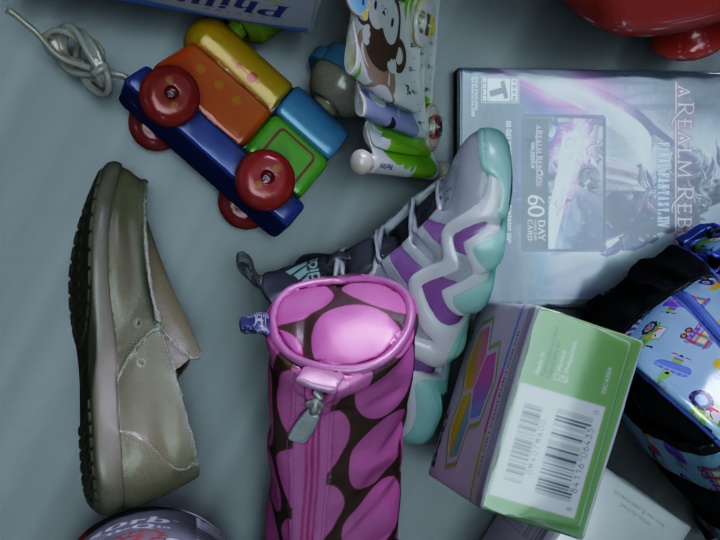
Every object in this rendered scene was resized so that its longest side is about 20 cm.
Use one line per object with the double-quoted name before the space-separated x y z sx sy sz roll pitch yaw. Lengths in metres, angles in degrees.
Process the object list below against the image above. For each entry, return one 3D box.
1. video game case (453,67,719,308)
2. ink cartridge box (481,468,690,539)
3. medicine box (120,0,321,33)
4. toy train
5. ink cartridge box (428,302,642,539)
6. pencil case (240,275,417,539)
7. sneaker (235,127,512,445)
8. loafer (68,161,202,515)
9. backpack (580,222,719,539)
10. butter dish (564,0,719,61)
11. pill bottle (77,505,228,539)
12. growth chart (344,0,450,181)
"video game case" 0.155 -0.049 1.016 0.198 0.019 0.145 0 90 -6
"ink cartridge box" 0.093 0.203 0.961 0.068 0.115 0.201 34 88 -8
"medicine box" -0.097 -0.252 0.917 0.180 0.103 0.202 8 70 -7
"toy train" -0.089 -0.124 0.960 0.200 0.085 0.116 41 76 -5
"ink cartridge box" 0.085 0.075 0.916 0.059 0.200 0.105 17 88 -7
"pencil case" -0.017 0.102 0.906 0.090 0.094 0.202 3 127 3
"sneaker" 0.000 0.000 0.940 0.138 0.078 0.202 15 115 -5
"loafer" -0.126 0.037 0.949 0.067 0.076 0.202 2 75 -19
"backpack" 0.221 0.077 0.923 0.134 0.200 0.183 -41 101 1
"butter dish" 0.179 -0.190 0.953 0.198 0.200 0.149 -19 119 -4
"pill bottle" -0.112 0.189 0.895 0.114 0.200 0.117 0 91 -7
"growth chart" 0.023 -0.146 0.935 0.018 0.144 0.202 6 98 25
